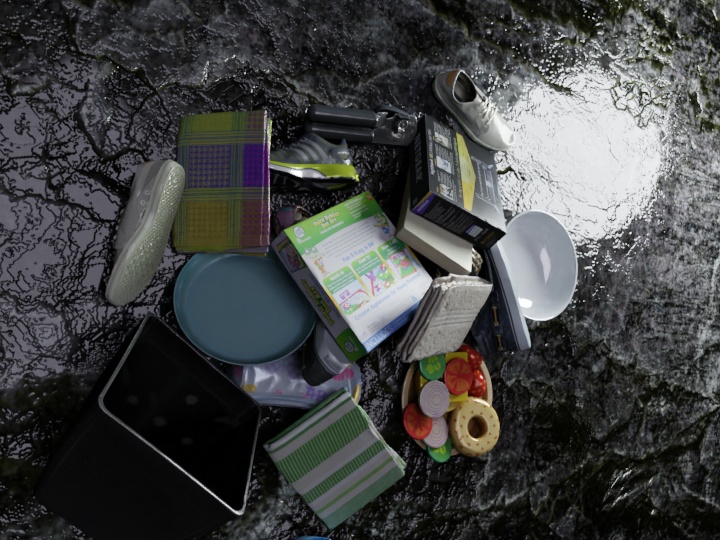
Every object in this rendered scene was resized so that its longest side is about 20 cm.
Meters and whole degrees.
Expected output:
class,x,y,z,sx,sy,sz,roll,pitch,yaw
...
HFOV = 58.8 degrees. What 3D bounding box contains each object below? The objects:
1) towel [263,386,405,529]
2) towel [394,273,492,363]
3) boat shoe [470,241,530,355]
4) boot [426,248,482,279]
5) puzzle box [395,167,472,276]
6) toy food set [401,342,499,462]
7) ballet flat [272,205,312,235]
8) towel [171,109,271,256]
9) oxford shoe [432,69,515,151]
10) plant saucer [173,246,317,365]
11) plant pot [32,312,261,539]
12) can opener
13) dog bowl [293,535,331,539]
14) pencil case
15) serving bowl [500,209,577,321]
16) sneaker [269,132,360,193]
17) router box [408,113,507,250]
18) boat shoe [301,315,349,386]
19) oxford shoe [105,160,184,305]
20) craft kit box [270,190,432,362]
class,x,y,z,sx,sy,sz,roll,pitch,yaw
towel,-0.033,0.277,0.936,0.152,0.023,0.201,-35,121,-4
towel,0.128,0.070,0.962,0.199,0.034,0.133,4,117,-59
boat shoe,0.218,0.050,1.076,0.071,0.090,0.202,-50,124,-68
boot,0.119,0.008,1.065,0.199,0.073,0.152,34,72,-26
puzzle box,0.128,-0.090,1.041,0.132,0.025,0.201,32,41,-15
toy food set,0.151,0.219,1.081,0.196,0.048,0.203,3,85,-29
ballet flat,-0.051,-0.020,0.972,0.200,0.071,0.069,48,63,-18
towel,-0.192,-0.119,0.890,0.142,0.023,0.203,-1,85,9
oxford shoe,0.214,-0.286,1.151,0.199,0.058,0.076,37,67,-24
plant saucer,-0.158,0.045,0.888,0.198,0.028,0.202,8,55,-11
plant pot,-0.258,0.209,0.760,0.177,0.200,0.200,-39,110,15
can opener,0.001,-0.241,1.038,0.198,0.067,0.054,1,125,-24
dog bowl,-0.044,0.468,0.952,0.199,0.049,0.112,38,69,-22
pencil case,-0.096,0.162,0.926,0.198,0.083,0.092,17,53,-26
serving bowl,0.307,-0.008,1.176,0.198,0.066,0.203,2,85,-28
sneaker,-0.097,-0.167,0.968,0.198,0.074,0.082,1,72,-32
router box,0.157,-0.148,1.053,0.156,0.052,0.201,25,44,-22
boat shoe,-0.054,0.096,0.916,0.057,0.200,0.069,-41,105,13
oxford shoe,-0.292,-0.053,0.842,0.057,0.075,0.202,17,85,12
craft kit box,0.000,0.000,0.915,0.199,0.048,0.199,-30,86,-46
